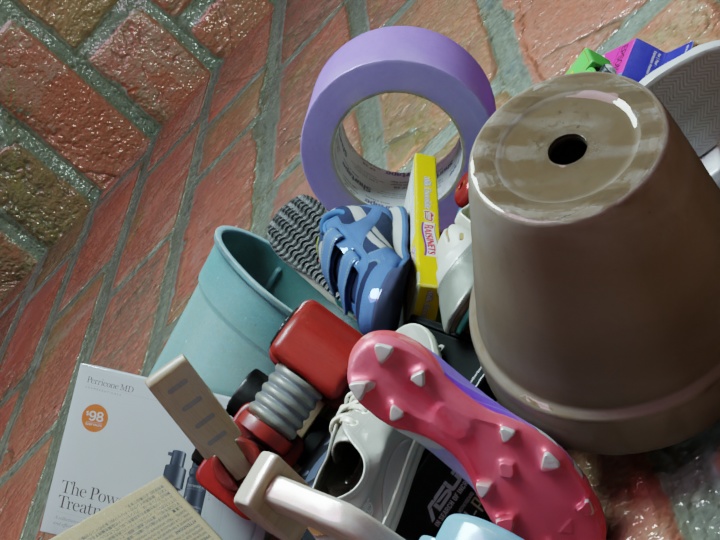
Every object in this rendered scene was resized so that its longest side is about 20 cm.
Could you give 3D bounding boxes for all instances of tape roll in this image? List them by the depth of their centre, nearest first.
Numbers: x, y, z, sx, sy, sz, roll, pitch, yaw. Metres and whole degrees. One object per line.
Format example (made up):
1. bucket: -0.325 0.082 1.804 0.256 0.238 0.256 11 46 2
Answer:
1. tape roll: 0.041 -0.138 1.181 0.199 0.200 0.085 -38 22 27

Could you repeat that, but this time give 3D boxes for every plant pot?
1. plant pot: 0.145 -0.017 0.709 0.197 0.174 0.202 -13 49 15
2. plant pot: -0.112 0.094 1.144 0.197 0.199 0.200 -54 20 10

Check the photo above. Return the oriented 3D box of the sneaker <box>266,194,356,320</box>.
1. sneaker: -0.022 0.002 1.164 0.070 0.094 0.199 -42 44 -8

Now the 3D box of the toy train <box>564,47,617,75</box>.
1. toy train: 0.164 -0.114 1.056 0.201 0.041 0.057 -53 28 31

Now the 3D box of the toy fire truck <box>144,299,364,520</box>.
1. toy fire truck: -0.076 0.099 0.914 0.177 0.128 0.200 -54 -7 -8

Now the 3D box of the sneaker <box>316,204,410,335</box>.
1. sneaker: 0.000 0.000 1.001 0.201 0.081 0.075 -91 12 -67

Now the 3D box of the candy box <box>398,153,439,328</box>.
1. candy box: 0.052 -0.009 1.050 0.201 0.026 0.103 -87 9 -52

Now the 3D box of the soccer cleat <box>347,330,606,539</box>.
1. soccer cleat: 0.076 0.107 0.744 0.067 0.199 0.076 -54 -6 12

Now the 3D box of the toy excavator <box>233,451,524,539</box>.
1. toy excavator: 0.041 0.174 0.665 0.101 0.200 0.194 -57 22 -20

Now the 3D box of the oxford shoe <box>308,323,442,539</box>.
1. oxford shoe: 0.009 0.107 0.800 0.075 0.058 0.201 -32 26 42

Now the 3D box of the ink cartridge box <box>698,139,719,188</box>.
1. ink cartridge box: 0.226 -0.063 0.918 0.162 0.050 0.201 -39 14 29

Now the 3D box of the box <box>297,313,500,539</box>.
1. box: 0.042 0.147 0.867 0.201 0.086 0.163 -54 21 -8

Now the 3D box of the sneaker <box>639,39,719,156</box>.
1. sneaker: 0.205 -0.113 0.871 0.200 0.073 0.116 -42 19 26

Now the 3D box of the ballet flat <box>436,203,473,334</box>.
1. ballet flat: 0.091 -0.015 0.897 0.200 0.063 0.068 -42 -17 -51

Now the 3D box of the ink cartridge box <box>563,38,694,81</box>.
1. ink cartridge box: 0.216 -0.156 1.089 0.199 0.037 0.095 -19 38 51

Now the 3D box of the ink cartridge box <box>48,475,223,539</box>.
1. ink cartridge box: -0.180 0.272 0.885 0.199 0.164 0.076 -24 -32 -47

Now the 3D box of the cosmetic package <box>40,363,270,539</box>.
1. cosmetic package: -0.168 0.179 1.033 0.052 0.197 0.153 75 -153 -81

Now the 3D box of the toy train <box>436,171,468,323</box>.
1. toy train: 0.096 0.021 0.997 0.116 0.084 0.202 -51 21 47
